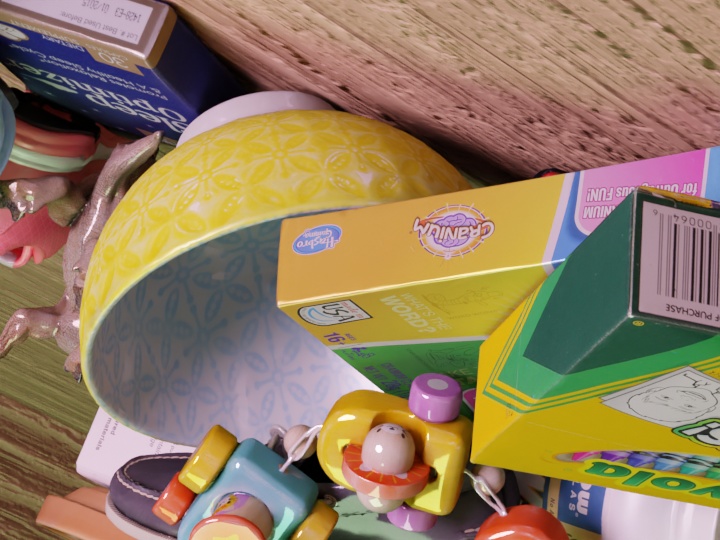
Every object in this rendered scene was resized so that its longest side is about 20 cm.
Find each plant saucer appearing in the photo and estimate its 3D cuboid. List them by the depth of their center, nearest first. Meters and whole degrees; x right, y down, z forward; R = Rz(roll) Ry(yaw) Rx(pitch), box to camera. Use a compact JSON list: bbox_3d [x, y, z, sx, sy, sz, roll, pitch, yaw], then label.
[{"bbox_3d":[-0.075,0.158,1.584,0.200,0.032,0.200,21,172,3],"label":"plant saucer"}]

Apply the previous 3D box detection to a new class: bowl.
[{"bbox_3d":[-0.036,-0.015,1.342,0.199,0.108,0.200,-10,148,-7],"label":"bowl"}]

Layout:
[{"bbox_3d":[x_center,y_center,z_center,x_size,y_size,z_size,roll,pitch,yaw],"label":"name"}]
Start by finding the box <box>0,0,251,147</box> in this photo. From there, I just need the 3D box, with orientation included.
[{"bbox_3d":[-0.112,-0.093,1.394,0.121,0.032,0.200,19,171,21],"label":"box"}]

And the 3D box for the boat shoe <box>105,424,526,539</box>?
[{"bbox_3d":[-0.022,0.093,1.346,0.199,0.063,0.073,4,-156,19],"label":"boat shoe"}]

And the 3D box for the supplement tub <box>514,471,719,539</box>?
[{"bbox_3d":[0.134,0.097,1.374,0.145,0.145,0.200,29,170,-39],"label":"supplement tub"}]

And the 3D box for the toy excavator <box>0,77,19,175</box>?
[{"bbox_3d":[-0.220,-0.097,1.322,0.195,0.100,0.200,50,168,-23],"label":"toy excavator"}]

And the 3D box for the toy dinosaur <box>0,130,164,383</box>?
[{"bbox_3d":[-0.114,-0.005,1.472,0.086,0.200,0.135,30,-144,27],"label":"toy dinosaur"}]

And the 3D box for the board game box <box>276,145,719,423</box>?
[{"bbox_3d":[0.088,0.012,1.238,0.199,0.040,0.153,-9,152,27],"label":"board game box"}]

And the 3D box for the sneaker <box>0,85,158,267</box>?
[{"bbox_3d":[-0.166,-0.045,1.541,0.074,0.087,0.200,26,-175,10],"label":"sneaker"}]

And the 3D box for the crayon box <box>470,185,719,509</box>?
[{"bbox_3d":[0.165,0.043,1.172,0.199,0.058,0.173,12,154,-14],"label":"crayon box"}]

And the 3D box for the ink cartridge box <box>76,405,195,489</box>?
[{"bbox_3d":[-0.027,0.116,1.591,0.200,0.085,0.145,19,172,27],"label":"ink cartridge box"}]

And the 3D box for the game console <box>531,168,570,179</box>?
[{"bbox_3d":[0.146,0.005,1.376,0.176,0.031,0.200,26,170,-2],"label":"game console"}]

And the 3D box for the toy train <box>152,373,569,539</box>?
[{"bbox_3d":[0.004,0.126,1.283,0.199,0.151,0.056,-10,-159,19],"label":"toy train"}]
